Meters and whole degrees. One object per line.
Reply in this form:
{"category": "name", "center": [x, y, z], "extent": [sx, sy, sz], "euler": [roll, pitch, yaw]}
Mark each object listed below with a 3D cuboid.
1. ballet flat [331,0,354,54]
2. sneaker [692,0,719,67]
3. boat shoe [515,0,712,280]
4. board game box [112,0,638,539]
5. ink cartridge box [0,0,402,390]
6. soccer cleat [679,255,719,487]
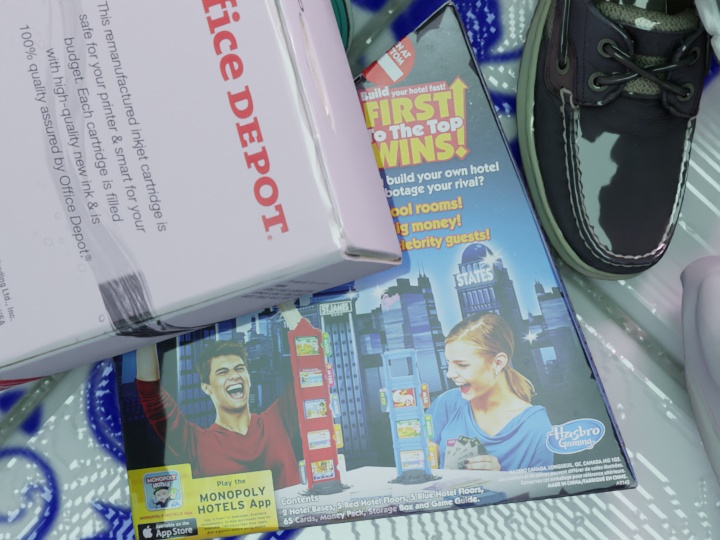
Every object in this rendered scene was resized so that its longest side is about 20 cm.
{"category": "ballet flat", "center": [-0.079, -0.152, 0.936], "extent": [0.200, 0.069, 0.069], "euler": [40, 87, -31]}
{"category": "sneaker", "center": [0.179, -0.154, 0.914], "extent": [0.085, 0.077, 0.200], "euler": [-3, 71, 33]}
{"category": "boat shoe", "center": [0.108, -0.097, 0.943], "extent": [0.072, 0.065, 0.200], "euler": [5, 87, -16]}
{"category": "board game box", "center": [0.000, 0.000, 0.941], "extent": [0.200, 0.062, 0.200], "euler": [-7, 86, 4]}
{"category": "ink cartridge box", "center": [-0.101, -0.043, 0.878], "extent": [0.200, 0.084, 0.144], "euler": [-17, 84, 16]}
{"category": "soccer cleat", "center": [0.175, 0.085, 0.947], "extent": [0.069, 0.078, 0.200], "euler": [-19, 109, -10]}
